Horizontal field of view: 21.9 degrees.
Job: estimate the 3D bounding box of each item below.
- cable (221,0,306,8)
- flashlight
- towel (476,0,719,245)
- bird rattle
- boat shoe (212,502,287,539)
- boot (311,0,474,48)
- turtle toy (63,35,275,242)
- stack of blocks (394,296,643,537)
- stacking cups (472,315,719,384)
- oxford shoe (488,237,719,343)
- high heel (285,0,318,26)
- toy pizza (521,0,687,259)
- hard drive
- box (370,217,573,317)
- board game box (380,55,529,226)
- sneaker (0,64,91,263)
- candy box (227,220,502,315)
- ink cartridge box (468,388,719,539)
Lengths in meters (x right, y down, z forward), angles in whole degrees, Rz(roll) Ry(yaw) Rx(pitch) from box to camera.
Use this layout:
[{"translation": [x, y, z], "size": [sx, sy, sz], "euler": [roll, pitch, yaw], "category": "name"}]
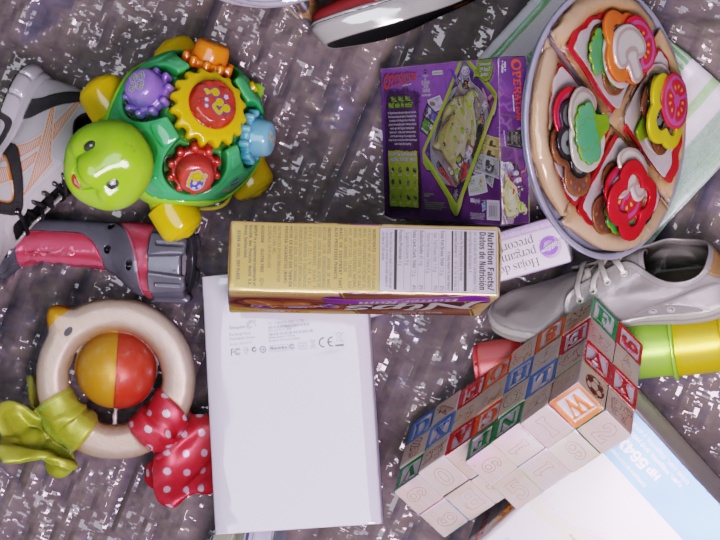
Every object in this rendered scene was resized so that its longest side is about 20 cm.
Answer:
[{"translation": [-0.070, -0.299, 1.399], "size": [0.198, 0.069, 0.202], "euler": [14, 89, 0], "category": "cable"}, {"translation": [-0.232, -0.011, 1.518], "size": [0.198, 0.068, 0.069], "euler": [2, 98, 7], "category": "flashlight"}, {"translation": [0.189, -0.127, 1.463], "size": [0.200, 0.023, 0.153], "euler": [42, 99, 3], "category": "towel"}, {"translation": [-0.192, 0.106, 1.498], "size": [0.198, 0.113, 0.165], "euler": [4, 98, 8], "category": "bird rattle"}, {"translation": [-0.090, 0.191, 1.513], "size": [0.061, 0.072, 0.202], "euler": [15, 98, 13], "category": "boat shoe"}, {"translation": [0.036, -0.266, 1.450], "size": [0.199, 0.072, 0.145], "euler": [-24, 91, 0], "category": "boot"}, {"translation": [-0.148, -0.104, 1.445], "size": [0.199, 0.101, 0.146], "euler": [-33, 90, -32], "category": "turtle toy"}, {"translation": [0.117, 0.121, 1.413], "size": [0.059, 0.115, 0.200], "euler": [43, 122, -15], "category": "stack of blocks"}, {"translation": [0.189, 0.069, 1.465], "size": [0.198, 0.060, 0.061], "euler": [-10, 94, 13], "category": "stacking cups"}, {"translation": [0.192, 0.012, 1.438], "size": [0.198, 0.076, 0.058], "euler": [-9, 129, 20], "category": "oxford shoe"}, {"translation": [-0.040, -0.306, 1.458], "size": [0.142, 0.071, 0.201], "euler": [-28, 85, 12], "category": "high heel"}, {"translation": [0.189, -0.109, 1.368], "size": [0.032, 0.199, 0.202], "euler": [3, 97, 44], "category": "toy pizza"}, {"translation": [-0.053, 0.101, 1.459], "size": [0.131, 0.025, 0.202], "euler": [-5, 82, 7], "category": "hard drive"}, {"translation": [0.069, 0.000, 1.485], "size": [0.198, 0.041, 0.039], "euler": [-16, 92, 9], "category": "box"}, {"translation": [0.068, -0.097, 1.405], "size": [0.032, 0.200, 0.121], "euler": [-8, 97, -23], "category": "board game box"}, {"translation": [-0.266, -0.069, 1.483], "size": [0.079, 0.074, 0.201], "euler": [19, 70, 2], "category": "sneaker"}, {"translation": [0.000, 0.000, 1.394], "size": [0.198, 0.117, 0.057], "euler": [2, 81, -4], "category": "candy box"}, {"translation": [0.177, 0.205, 1.442], "size": [0.200, 0.129, 0.125], "euler": [-43, 88, 9], "category": "ink cartridge box"}]
